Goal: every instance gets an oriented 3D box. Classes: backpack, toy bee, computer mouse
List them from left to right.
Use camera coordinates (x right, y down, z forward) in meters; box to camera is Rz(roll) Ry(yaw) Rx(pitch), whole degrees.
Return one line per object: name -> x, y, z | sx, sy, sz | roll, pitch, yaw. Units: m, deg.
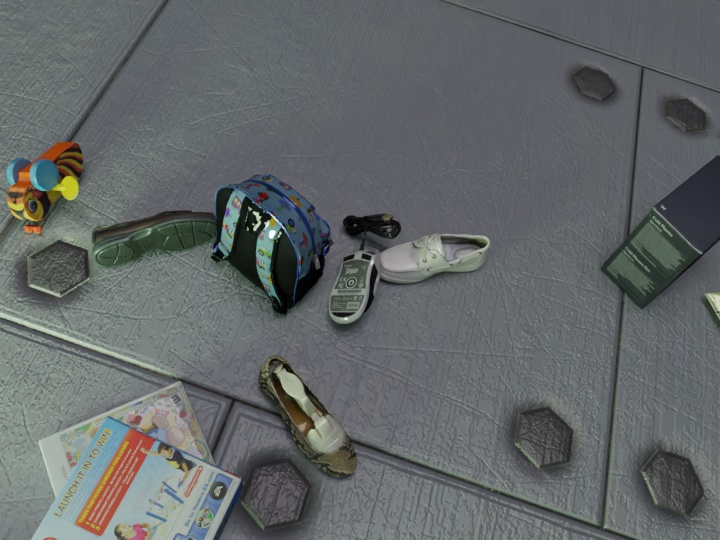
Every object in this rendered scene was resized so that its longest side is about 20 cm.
toy bee -> -0.509, -0.120, 1.086 | 0.130, 0.110, 0.199 | 20, 38, 39
backpack -> -0.131, -0.063, 1.047 | 0.182, 0.201, 0.135 | 38, 60, 14
computer mouse -> 0.000, 0.000, 1.117 | 0.108, 0.044, 0.203 | 0, 61, 30

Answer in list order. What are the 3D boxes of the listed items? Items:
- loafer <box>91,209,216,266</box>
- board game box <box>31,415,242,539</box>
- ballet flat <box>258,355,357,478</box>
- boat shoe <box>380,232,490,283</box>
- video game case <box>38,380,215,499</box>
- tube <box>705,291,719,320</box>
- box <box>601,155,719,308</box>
loafer -> -0.322, -0.066, 1.094 | 0.197, 0.072, 0.063 | -16, 57, -16
board game box -> -0.275, 0.313, 0.857 | 0.193, 0.056, 0.202 | 23, 59, 5
ballet flat -> -0.075, 0.200, 0.975 | 0.067, 0.076, 0.200 | -32, 70, -26
boat shoe -> 0.119, -0.031, 1.150 | 0.197, 0.070, 0.072 | -10, 65, -15
video game case -> -0.299, 0.266, 0.926 | 0.198, 0.023, 0.183 | -21, 66, -21
tube -> 0.704, 0.052, 1.224 | 0.197, 0.053, 0.058 | -13, 21, -13
box -> 0.538, -0.063, 1.179 | 0.199, 0.183, 0.104 | -34, 70, -25
